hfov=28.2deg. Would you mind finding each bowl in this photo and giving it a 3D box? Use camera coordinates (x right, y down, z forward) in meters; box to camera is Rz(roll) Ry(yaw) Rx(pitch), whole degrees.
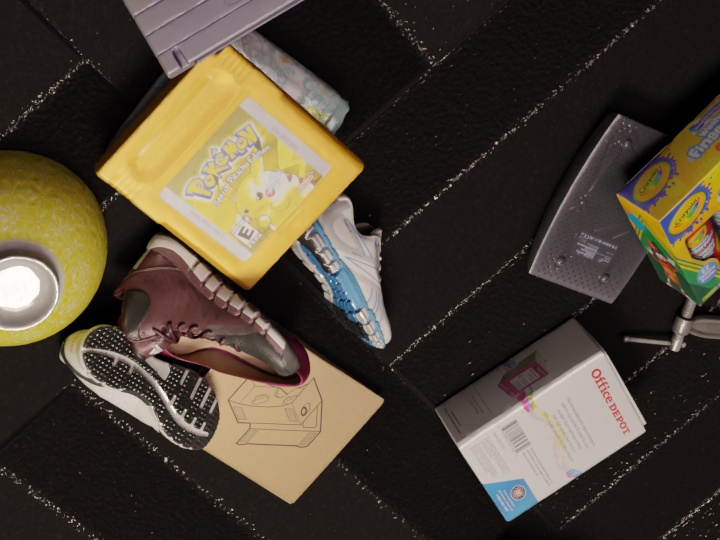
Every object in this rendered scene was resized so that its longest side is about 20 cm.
[{"bbox_3d":[-0.333,-0.003,1.363,0.200,0.108,0.201,-8,119,-15],"label":"bowl"}]

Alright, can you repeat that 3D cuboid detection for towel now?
[{"bbox_3d":[-0.132,-0.132,1.400,0.171,0.048,0.200,33,102,-31],"label":"towel"}]

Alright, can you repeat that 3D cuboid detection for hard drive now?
[{"bbox_3d":[0.274,-0.071,1.581,0.135,0.042,0.200,19,109,-27],"label":"hard drive"}]

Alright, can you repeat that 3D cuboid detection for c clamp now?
[{"bbox_3d":[0.419,0.013,1.687,0.171,0.027,0.200,10,112,-25],"label":"c clamp"}]

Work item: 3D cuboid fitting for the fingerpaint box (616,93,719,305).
[{"bbox_3d":[0.395,-0.088,1.559,0.200,0.073,0.167,-43,135,-6],"label":"fingerpaint box"}]

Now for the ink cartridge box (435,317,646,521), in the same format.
[{"bbox_3d":[0.212,0.173,1.666,0.200,0.085,0.145,-32,123,1],"label":"ink cartridge box"}]

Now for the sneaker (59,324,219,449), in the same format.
[{"bbox_3d":[-0.227,0.117,1.489,0.200,0.080,0.074,45,64,-32],"label":"sneaker"}]

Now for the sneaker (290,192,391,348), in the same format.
[{"bbox_3d":[0.000,0.000,1.509,0.087,0.075,0.200,-45,134,-19],"label":"sneaker"}]

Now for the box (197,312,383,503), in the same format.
[{"bbox_3d":[-0.096,0.152,1.582,0.200,0.021,0.164,37,100,-31],"label":"box"}]

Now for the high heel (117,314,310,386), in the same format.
[{"bbox_3d":[-0.149,0.076,1.463,0.200,0.096,0.068,6,106,-9],"label":"high heel"}]

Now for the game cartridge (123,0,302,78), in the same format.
[{"bbox_3d":[-0.120,-0.279,1.298,0.200,0.038,0.130,-31,85,-2],"label":"game cartridge"}]

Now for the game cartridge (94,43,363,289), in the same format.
[{"bbox_3d":[-0.123,-0.100,1.376,0.176,0.032,0.200,-46,121,8],"label":"game cartridge"}]

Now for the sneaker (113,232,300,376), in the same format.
[{"bbox_3d":[-0.162,0.064,1.419,0.116,0.200,0.076,-47,166,-11],"label":"sneaker"}]
